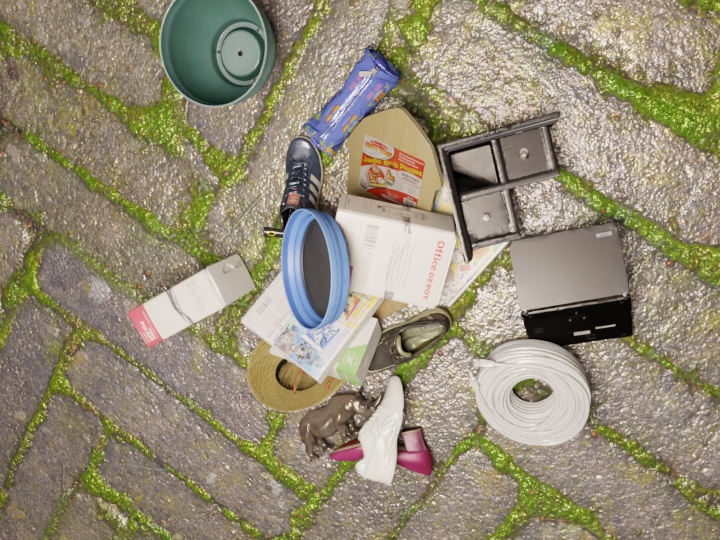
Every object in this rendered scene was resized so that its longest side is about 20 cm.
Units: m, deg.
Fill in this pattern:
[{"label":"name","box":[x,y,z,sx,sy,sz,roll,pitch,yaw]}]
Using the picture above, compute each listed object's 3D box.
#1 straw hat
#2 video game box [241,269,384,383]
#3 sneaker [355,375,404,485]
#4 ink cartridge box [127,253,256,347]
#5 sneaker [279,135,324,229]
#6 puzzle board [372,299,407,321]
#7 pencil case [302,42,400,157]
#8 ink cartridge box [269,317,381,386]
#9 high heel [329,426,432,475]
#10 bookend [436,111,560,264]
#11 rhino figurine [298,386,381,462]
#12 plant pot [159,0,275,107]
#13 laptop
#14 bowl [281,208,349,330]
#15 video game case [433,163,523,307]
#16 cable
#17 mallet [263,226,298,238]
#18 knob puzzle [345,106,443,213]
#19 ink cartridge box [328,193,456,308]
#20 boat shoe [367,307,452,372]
[{"label":"straw hat","box":[-0.115,0.206,1.235,0.199,0.202,0.085,7,146,14]},{"label":"video game box","box":[-0.083,0.069,1.140,0.182,0.047,0.200,34,76,20]},{"label":"sneaker","box":[0.039,0.295,1.189,0.080,0.070,0.202,10,73,5]},{"label":"ink cartridge box","box":[-0.324,0.056,1.233,0.199,0.146,0.085,-29,94,20]},{"label":"sneaker","box":[-0.113,-0.145,1.163,0.074,0.084,0.202,3,103,15]},{"label":"puzzle board","box":[0.000,0.000,1.189,0.150,0.017,0.201,-32,91,30]},{"label":"pencil case","box":[-0.017,-0.293,1.103,0.078,0.087,0.200,43,110,-1]},{"label":"ink cartridge box","box":[-0.073,0.125,1.183,0.199,0.067,0.118,15,66,19]},{"label":"high heel","box":[0.039,0.375,1.241,0.199,0.067,0.097,-15,87,15]},{"label":"bookend","box":[0.245,-0.134,1.045,0.197,0.092,0.202,-13,94,11]},{"label":"rhino figurine","box":[-0.040,0.294,1.252,0.199,0.060,0.088,-35,83,16]},{"label":"plant pot","box":[-0.232,-0.390,1.116,0.199,0.134,0.202,3,103,14]},{"label":"laptop","box":[0.361,0.034,1.080,0.176,0.104,0.200,-11,140,18]},{"label":"bowl","box":[-0.077,-0.003,1.049,0.039,0.200,0.202,-5,100,-29]},{"label":"video game case","box":[0.158,-0.065,1.138,0.182,0.023,0.200,41,109,4]},{"label":"cable","box":[0.304,0.218,1.122,0.198,0.069,0.201,-10,112,20]},{"label":"mallet","box":[-0.073,-0.069,1.130,0.198,0.041,0.066,12,113,-4]},{"label":"knob puzzle","box":[0.062,-0.190,1.087,0.219,0.030,0.221,23,132,29]},{"label":"ink cartridge box","box":[0.048,-0.032,1.072,0.198,0.083,0.147,12,117,-1]},{"label":"boat shoe","box":[0.080,0.136,1.181,0.200,0.066,0.072,-31,93,19]}]
